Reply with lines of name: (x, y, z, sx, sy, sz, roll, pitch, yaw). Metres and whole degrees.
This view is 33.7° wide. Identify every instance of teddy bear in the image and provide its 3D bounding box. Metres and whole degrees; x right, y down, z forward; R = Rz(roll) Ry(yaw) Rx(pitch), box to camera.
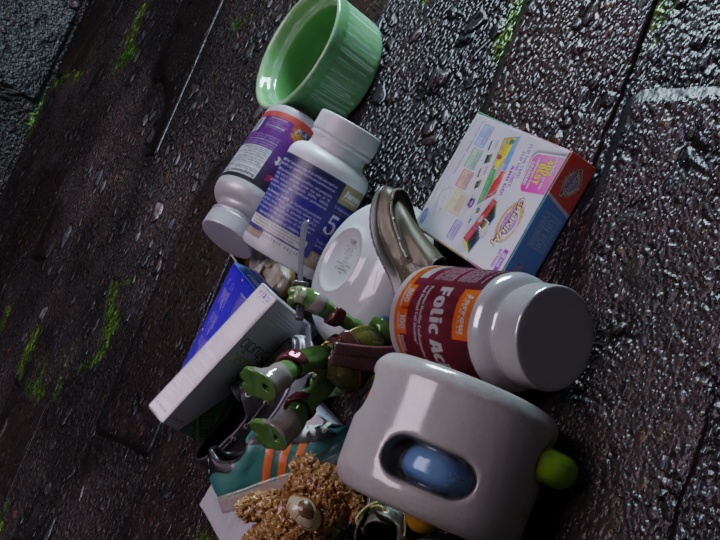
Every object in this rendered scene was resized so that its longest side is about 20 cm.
teddy bear: (-0.081, 0.287, 1.246, 0.199, 0.066, 0.147, -37, 63, 32)

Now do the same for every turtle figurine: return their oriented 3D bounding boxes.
turtle figurine: (-0.063, 0.092, 1.295, 0.193, 0.200, 0.145, -37, -17, -40)

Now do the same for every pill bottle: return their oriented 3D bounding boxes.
pill bottle: (-0.059, -0.101, 1.552, 0.202, 0.119, 0.119, -62, 30, 2)
pill bottle: (-0.134, -0.121, 1.650, 0.111, 0.111, 0.201, -4, 48, 55)
pill bottle: (0.124, 0.056, 1.151, 0.199, 0.113, 0.116, 5, 70, 58)

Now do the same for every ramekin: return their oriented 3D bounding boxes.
ramekin: (-0.057, -0.302, 1.730, 0.199, 0.097, 0.202, -37, 38, 36)

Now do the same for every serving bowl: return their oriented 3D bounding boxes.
serving bowl: (0.000, 0.000, 1.436, 0.199, 0.065, 0.202, -37, 38, 36)

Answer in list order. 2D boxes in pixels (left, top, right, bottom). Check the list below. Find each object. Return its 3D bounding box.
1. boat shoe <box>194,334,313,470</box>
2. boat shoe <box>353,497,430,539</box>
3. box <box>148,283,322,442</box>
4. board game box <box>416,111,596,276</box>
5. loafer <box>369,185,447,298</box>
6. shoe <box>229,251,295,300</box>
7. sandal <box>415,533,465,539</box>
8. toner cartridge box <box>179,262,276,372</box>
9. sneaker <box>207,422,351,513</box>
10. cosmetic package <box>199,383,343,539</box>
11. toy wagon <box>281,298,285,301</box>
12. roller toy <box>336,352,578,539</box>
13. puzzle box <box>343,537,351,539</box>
boat shoe: (-0.131, 0.157, 1.413, 0.201, 0.066, 0.070, -55, 31, 10)
boat shoe: (0.028, 0.263, 1.168, 0.072, 0.060, 0.203, -32, 32, 25)
box: (-0.147, 0.122, 1.440, 0.200, 0.144, 0.036, -46, 59, 0)
board game box: (0.150, -0.077, 1.289, 0.154, 0.040, 0.200, -60, 30, 5)
loafer: (0.067, -0.006, 1.306, 0.069, 0.075, 0.203, -26, 72, 28)
shoe: (-0.149, -0.009, 1.682, 0.071, 0.053, 0.200, -58, 33, 8)
sandal: (0.110, 0.284, 1.050, 0.200, 0.079, 0.058, 8, 97, 61)
toner cartridge box: (-0.180, 0.101, 1.567, 0.202, 0.043, 0.095, -62, 33, 10)
sneaker: (-0.081, 0.197, 1.308, 0.198, 0.081, 0.071, -24, -2, 11)
cosmetic package: (-0.105, 0.241, 1.420, 0.202, 0.051, 0.151, -59, 29, 5)
toy wagon: (-0.152, 0.133, 1.584, 0.154, 0.039, 0.203, -6, 67, 56)
roller toy: (0.074, 0.168, 1.072, 0.199, 0.181, 0.142, 10, 75, 58)
puzzle box: (-0.038, 0.395, 1.221, 0.202, 0.025, 0.133, -57, 31, 9)
